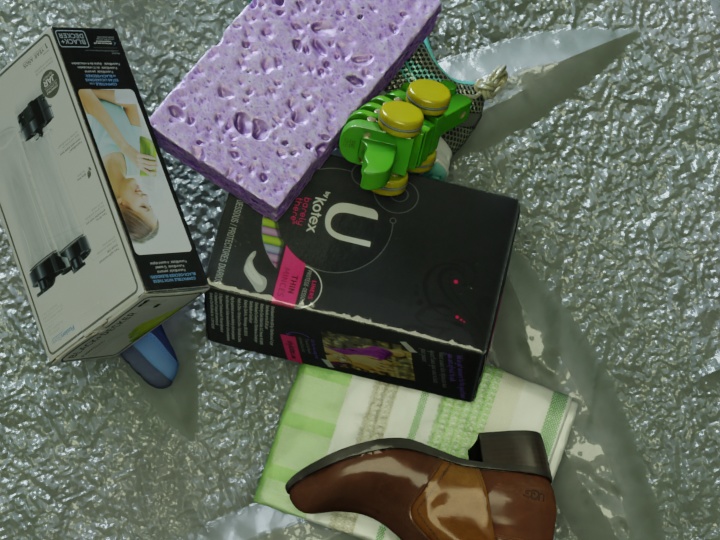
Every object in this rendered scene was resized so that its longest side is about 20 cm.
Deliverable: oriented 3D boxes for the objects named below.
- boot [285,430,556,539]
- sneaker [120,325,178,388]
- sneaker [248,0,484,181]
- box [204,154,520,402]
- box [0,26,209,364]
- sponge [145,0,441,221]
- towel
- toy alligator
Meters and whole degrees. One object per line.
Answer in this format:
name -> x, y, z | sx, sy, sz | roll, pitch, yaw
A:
boot -> 0.050, 0.217, 1.608 | 0.188, 0.069, 0.200 | -2, 69, -11
sneaker -> -0.171, -0.012, 1.679 | 0.082, 0.074, 0.200 | -27, 84, -5
sneaker -> 0.006, -0.152, 1.704 | 0.200, 0.078, 0.091 | 43, 69, 3
box -> 0.000, 0.000, 1.644 | 0.200, 0.106, 0.123 | 13, 67, 2
box -> -0.187, -0.050, 1.594 | 0.117, 0.060, 0.200 | -35, 69, 40
sponge -> -0.045, -0.138, 1.629 | 0.111, 0.030, 0.200 | 34, 69, 11
towel -> 0.039, 0.129, 1.681 | 0.200, 0.031, 0.150 | 19, 81, 6
toy alligator -> 0.035, -0.107, 1.623 | 0.054, 0.200, 0.059 | 27, 127, 17
